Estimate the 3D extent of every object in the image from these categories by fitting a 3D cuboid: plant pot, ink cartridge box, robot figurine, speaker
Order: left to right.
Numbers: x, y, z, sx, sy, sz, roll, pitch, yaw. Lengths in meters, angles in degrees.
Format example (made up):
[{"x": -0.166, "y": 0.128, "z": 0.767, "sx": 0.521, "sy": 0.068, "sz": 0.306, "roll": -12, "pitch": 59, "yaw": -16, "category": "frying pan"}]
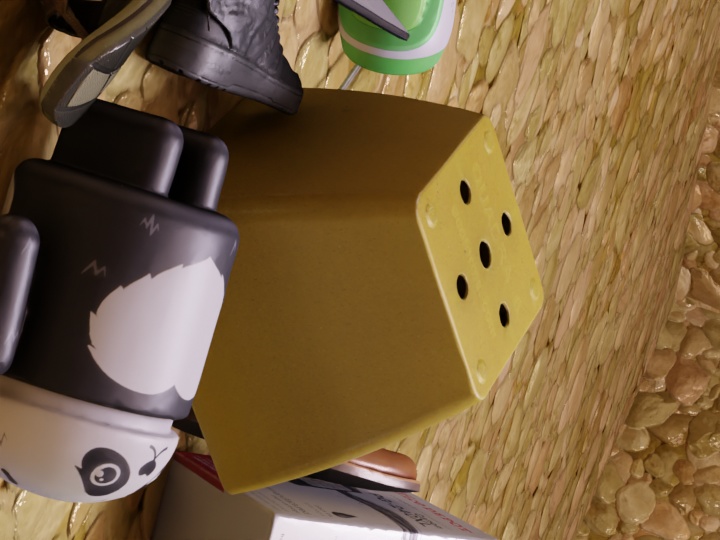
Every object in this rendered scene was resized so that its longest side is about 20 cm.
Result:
[{"x": -0.132, "y": 0.018, "z": 0.987, "sx": 0.125, "sy": 0.149, "sz": 0.201, "roll": 17, "pitch": -90, "yaw": 70, "category": "robot figurine"}, {"x": -0.024, "y": 0.195, "z": 1.346, "sx": 0.199, "sy": 0.145, "sz": 0.084, "roll": 12, "pitch": 96, "yaw": -36, "category": "ink cartridge box"}, {"x": 0.000, "y": 0.000, "z": 1.205, "sx": 0.200, "sy": 0.175, "sz": 0.201, "roll": -50, "pitch": 126, "yaw": -53, "category": "plant pot"}, {"x": 0.032, "y": -0.242, "z": 1.351, "sx": 0.089, "sy": 0.088, "sz": 0.201, "roll": -51, "pitch": 154, "yaw": -52, "category": "speaker"}]

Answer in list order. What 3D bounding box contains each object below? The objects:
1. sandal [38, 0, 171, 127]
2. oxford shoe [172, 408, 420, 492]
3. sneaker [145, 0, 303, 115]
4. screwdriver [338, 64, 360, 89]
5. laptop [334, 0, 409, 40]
[{"x": -0.130, "y": -0.141, "z": 0.965, "sx": 0.080, "sy": 0.057, "sz": 0.202, "roll": -46, "pitch": -160, "yaw": 34, "category": "sandal"}, {"x": -0.037, "y": 0.102, "z": 1.325, "sx": 0.071, "sy": 0.199, "sz": 0.072, "roll": -13, "pitch": -125, "yaw": 59, "category": "oxford shoe"}, {"x": -0.069, "y": -0.157, "z": 1.139, "sx": 0.200, "sy": 0.060, "sz": 0.105, "roll": 9, "pitch": 101, "yaw": -69, "category": "sneaker"}, {"x": -0.004, "y": -0.155, "z": 1.434, "sx": 0.029, "sy": 0.028, "sz": 0.200, "roll": 64, "pitch": 36, "yaw": -23, "category": "screwdriver"}, {"x": -0.016, "y": -0.257, "z": 1.128, "sx": 0.116, "sy": 0.200, "sz": 0.187, "roll": -40, "pitch": 168, "yaw": 12, "category": "laptop"}]
